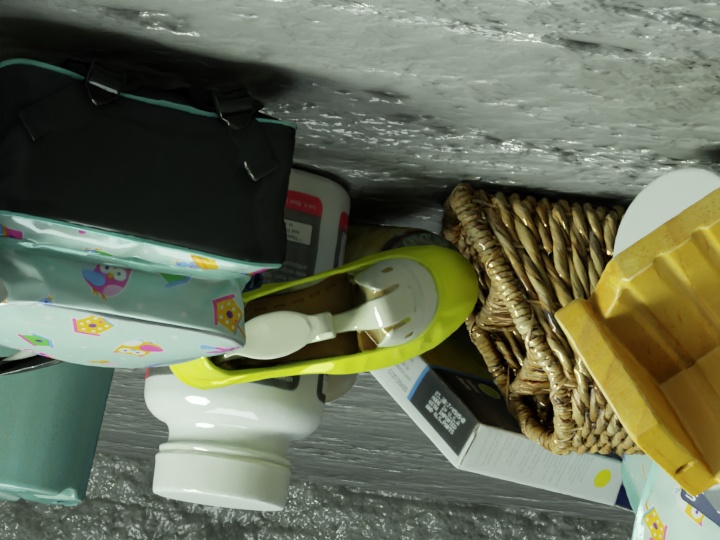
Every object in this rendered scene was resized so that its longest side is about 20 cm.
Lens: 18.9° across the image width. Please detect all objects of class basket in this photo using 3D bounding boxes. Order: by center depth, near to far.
[{"bbox_3d":[0.116,0.041,1.353,0.148,0.143,0.200,6,169,-1],"label":"basket"}]

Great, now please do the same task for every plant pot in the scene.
[{"bbox_3d":[-0.260,0.062,1.558,0.199,0.197,0.200,7,169,1],"label":"plant pot"}]

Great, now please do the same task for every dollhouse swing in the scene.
[{"bbox_3d":[0.235,0.058,1.017,0.200,0.176,0.182,-33,151,10],"label":"dollhouse swing"}]

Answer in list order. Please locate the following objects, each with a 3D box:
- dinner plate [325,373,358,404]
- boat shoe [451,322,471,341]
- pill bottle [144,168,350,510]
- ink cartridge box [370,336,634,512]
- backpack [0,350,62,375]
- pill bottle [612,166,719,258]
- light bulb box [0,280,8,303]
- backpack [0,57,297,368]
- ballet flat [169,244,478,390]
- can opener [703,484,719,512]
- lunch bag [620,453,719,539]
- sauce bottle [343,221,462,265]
[{"bbox_3d":[-0.089,0.023,1.450,0.199,0.024,0.200,20,-153,-11],"label":"dinner plate"},{"bbox_3d":[0.140,0.038,1.516,0.199,0.072,0.065,19,180,14],"label":"boat shoe"},{"bbox_3d":[-0.072,0.041,1.317,0.110,0.201,0.111,7,169,1],"label":"pill bottle"},{"bbox_3d":[0.098,0.090,1.535,0.200,0.047,0.198,16,-161,-39],"label":"ink cartridge box"},{"bbox_3d":[-0.224,-0.011,1.317,0.199,0.127,0.167,8,-166,18],"label":"backpack"},{"bbox_3d":[0.234,0.010,1.192,0.114,0.115,0.200,-4,165,45],"label":"pill bottle"},{"bbox_3d":[-0.310,-0.032,1.033,0.198,0.125,0.201,-3,122,42],"label":"light bulb box"},{"bbox_3d":[-0.138,-0.026,1.154,0.175,0.154,0.200,8,178,-19],"label":"backpack"},{"bbox_3d":[-0.014,0.029,1.243,0.199,0.067,0.067,-13,178,-19],"label":"ballet flat"},{"bbox_3d":[0.271,0.087,1.191,0.200,0.053,0.067,-15,126,39],"label":"can opener"},{"bbox_3d":[0.242,0.112,1.370,0.121,0.171,0.200,8,-152,-7],"label":"lunch bag"},{"bbox_3d":[0.000,0.000,1.391,0.064,0.065,0.200,12,180,-26],"label":"sauce bottle"}]
